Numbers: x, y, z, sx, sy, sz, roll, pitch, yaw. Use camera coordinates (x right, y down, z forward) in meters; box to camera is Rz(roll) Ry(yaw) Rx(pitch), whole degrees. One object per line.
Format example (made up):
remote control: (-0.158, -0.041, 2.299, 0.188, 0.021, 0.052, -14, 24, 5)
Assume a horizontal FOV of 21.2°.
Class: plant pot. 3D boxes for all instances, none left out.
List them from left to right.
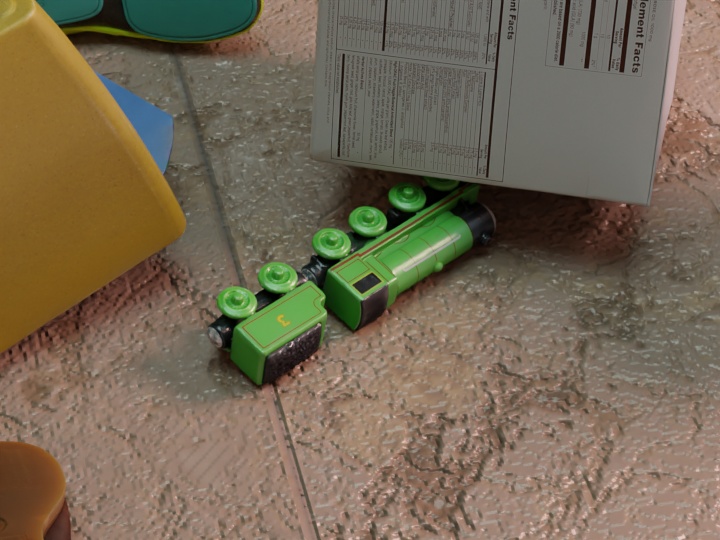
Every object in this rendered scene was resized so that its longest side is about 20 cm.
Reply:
plant pot: (-0.241, -0.082, 1.047, 0.200, 0.177, 0.200, -34, 57, -17)

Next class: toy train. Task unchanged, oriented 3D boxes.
toy train: (0.000, 0.000, 1.096, 0.200, 0.042, 0.056, -32, 60, -31)

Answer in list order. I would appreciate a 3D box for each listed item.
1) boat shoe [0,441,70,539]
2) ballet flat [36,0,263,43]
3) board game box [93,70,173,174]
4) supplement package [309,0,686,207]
boat shoe: (-0.169, 0.146, 0.905, 0.070, 0.071, 0.200, -4, 21, -8)
ballet flat: (-0.163, -0.190, 1.299, 0.199, 0.067, 0.067, -1, 20, 3)
board game box: (-0.209, -0.059, 1.162, 0.200, 0.039, 0.158, 30, 63, 27)
supplement package: (0.090, -0.149, 1.150, 0.199, 0.148, 0.191, 8, 25, 11)
